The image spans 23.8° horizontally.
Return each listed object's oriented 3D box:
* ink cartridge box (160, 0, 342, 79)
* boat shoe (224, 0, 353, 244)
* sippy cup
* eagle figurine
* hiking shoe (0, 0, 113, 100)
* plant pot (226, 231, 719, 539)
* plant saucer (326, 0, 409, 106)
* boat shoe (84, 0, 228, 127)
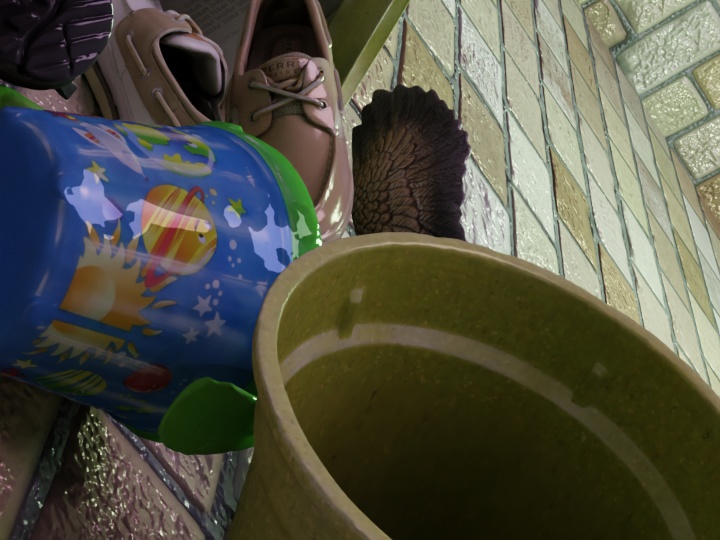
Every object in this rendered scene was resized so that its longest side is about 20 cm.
[{"bbox_3d":[-0.100,-0.232,1.116,0.200,0.083,0.145,57,19,-9],"label":"ink cartridge box"},{"bbox_3d":[-0.042,-0.087,0.925,0.200,0.072,0.065,-91,177,-47],"label":"boat shoe"},{"bbox_3d":[-0.106,-0.005,0.684,0.130,0.178,0.140,15,82,-52],"label":"sippy cup"},{"bbox_3d":[-0.005,0.002,0.953,0.152,0.151,0.200,-17,88,-57],"label":"eagle figurine"},{"bbox_3d":[-0.201,-0.140,0.734,0.200,0.076,0.101,41,-21,-7],"label":"hiking shoe"},{"bbox_3d":[0.022,0.120,0.626,0.200,0.184,0.201,19,33,-13],"label":"plant pot"},{"bbox_3d":[-0.001,-0.160,1.138,0.031,0.200,0.200,32,20,-1],"label":"plant saucer"},{"bbox_3d":[-0.105,-0.102,0.921,0.075,0.068,0.200,36,28,-48],"label":"boat shoe"}]
